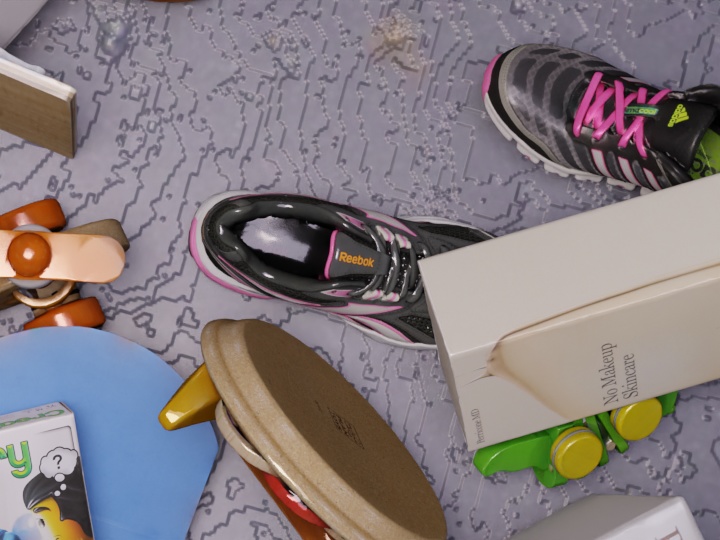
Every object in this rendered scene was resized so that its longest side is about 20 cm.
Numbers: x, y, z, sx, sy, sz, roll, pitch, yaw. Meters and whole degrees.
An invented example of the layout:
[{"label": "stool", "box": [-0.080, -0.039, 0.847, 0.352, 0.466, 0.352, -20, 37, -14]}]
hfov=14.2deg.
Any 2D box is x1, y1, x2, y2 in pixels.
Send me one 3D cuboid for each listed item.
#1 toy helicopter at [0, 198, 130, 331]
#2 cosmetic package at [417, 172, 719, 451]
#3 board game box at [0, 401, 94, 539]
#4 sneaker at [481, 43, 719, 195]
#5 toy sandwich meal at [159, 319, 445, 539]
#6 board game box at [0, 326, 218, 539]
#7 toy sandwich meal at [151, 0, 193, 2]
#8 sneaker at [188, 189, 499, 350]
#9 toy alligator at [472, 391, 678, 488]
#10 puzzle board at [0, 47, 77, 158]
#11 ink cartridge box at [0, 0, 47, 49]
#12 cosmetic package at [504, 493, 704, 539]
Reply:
[{"label": "toy helicopter", "box": [-0.214, 0.012, 1.590, 0.199, 0.132, 0.079, -20, 87, -32]}, {"label": "cosmetic package", "box": [0.140, 0.021, 1.614, 0.199, 0.104, 0.073, -18, 53, -1]}, {"label": "board game box", "box": [-0.243, 0.156, 1.571, 0.199, 0.035, 0.127, -14, 104, -19]}, {"label": "sneaker", "box": [0.167, -0.081, 1.659, 0.199, 0.087, 0.074, 28, 70, -3]}, {"label": "toy sandwich meal", "box": [-0.031, 0.109, 1.584, 0.070, 0.205, 0.205, -43, 89, 12]}, {"label": "board game box", "box": [-0.175, 0.128, 1.636, 0.157, 0.039, 0.201, 20, 92, -24]}, {"label": "toy sandwich meal", "box": [-0.108, -0.251, 1.677, 0.204, 0.070, 0.206, 0, 75, 0]}, {"label": "sneaker", "box": [0.000, 0.000, 1.652, 0.199, 0.086, 0.081, 7, 87, -4]}, {"label": "toy alligator", "box": [0.156, 0.075, 1.676, 0.199, 0.059, 0.054, -32, 132, -10]}, {"label": "puzzle board", "box": [-0.250, -0.123, 1.615, 0.199, 0.151, 0.017, 24, 79, -1]}, {"label": "ink cartridge box", "box": [-0.269, -0.222, 1.597, 0.200, 0.146, 0.084, 41, 86, 18]}, {"label": "cosmetic package", "box": [0.104, 0.238, 1.586, 0.199, 0.166, 0.168, -27, 92, -13]}]
